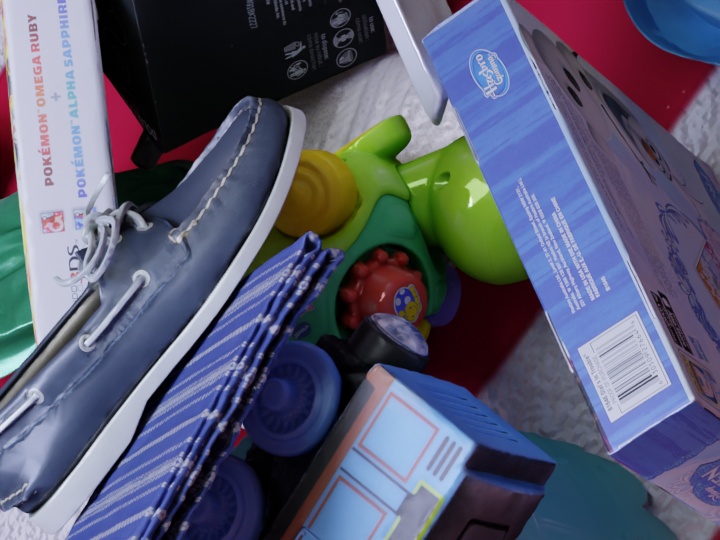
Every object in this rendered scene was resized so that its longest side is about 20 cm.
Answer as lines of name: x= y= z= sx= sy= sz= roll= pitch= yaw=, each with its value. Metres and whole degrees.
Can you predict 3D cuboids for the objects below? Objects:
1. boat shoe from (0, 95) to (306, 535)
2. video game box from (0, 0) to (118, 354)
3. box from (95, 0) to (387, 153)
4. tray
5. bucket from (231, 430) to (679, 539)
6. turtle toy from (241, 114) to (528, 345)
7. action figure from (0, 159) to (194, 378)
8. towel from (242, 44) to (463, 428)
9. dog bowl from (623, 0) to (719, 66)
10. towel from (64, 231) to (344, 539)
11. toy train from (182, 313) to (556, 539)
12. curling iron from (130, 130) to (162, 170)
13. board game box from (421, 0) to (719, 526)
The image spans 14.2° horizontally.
boat shoe: x=-0.094 y=0.009 z=1.163 sx=0.200 sy=0.062 sz=0.075 roll=-56 pitch=13 yaw=5
video game box: x=-0.131 y=-0.017 z=1.317 sx=0.047 sy=0.200 sz=0.182 roll=-8 pitch=70 yaw=-6
box: x=-0.092 y=-0.185 z=1.349 sx=0.124 sy=0.149 sz=0.200 roll=-25 pitch=49 yaw=-15
tray: x=0.000 y=-0.158 z=1.188 sx=0.022 sy=0.107 sz=0.200 roll=-24 pitch=87 yaw=-2
bucket: x=0.023 y=0.152 z=1.217 sx=0.207 sy=0.135 sz=0.207 roll=-14 pitch=67 yaw=36
turtle toy: x=0.000 y=0.000 z=1.259 sx=0.200 sy=0.146 sz=0.101 roll=-40 pitch=82 yaw=13
action figure: x=-0.134 y=-0.006 z=1.454 sx=0.200 sy=0.055 sz=0.118 roll=-20 pitch=62 yaw=26
towel: x=-0.017 y=-0.015 z=1.361 sx=0.132 sy=0.034 sz=0.200 roll=19 pitch=88 yaw=31
dog bowl: x=0.200 y=-0.120 z=1.219 sx=0.200 sy=0.050 sz=0.112 roll=30 pitch=96 yaw=41
towel: x=-0.078 y=0.085 z=1.102 sx=0.200 sy=0.024 sz=0.145 roll=-61 pitch=12 yaw=-24
toy train: x=-0.018 y=0.116 z=1.120 sx=0.114 sy=0.087 sz=0.200 roll=38 pitch=100 yaw=34
curling iron: x=-0.070 y=-0.140 z=1.448 sx=0.050 sy=0.026 sz=0.200 roll=10 pitch=74 yaw=35
board game box: x=0.119 y=0.010 z=1.140 sx=0.043 sy=0.199 sz=0.200 roll=-34 pitch=56 yaw=18
